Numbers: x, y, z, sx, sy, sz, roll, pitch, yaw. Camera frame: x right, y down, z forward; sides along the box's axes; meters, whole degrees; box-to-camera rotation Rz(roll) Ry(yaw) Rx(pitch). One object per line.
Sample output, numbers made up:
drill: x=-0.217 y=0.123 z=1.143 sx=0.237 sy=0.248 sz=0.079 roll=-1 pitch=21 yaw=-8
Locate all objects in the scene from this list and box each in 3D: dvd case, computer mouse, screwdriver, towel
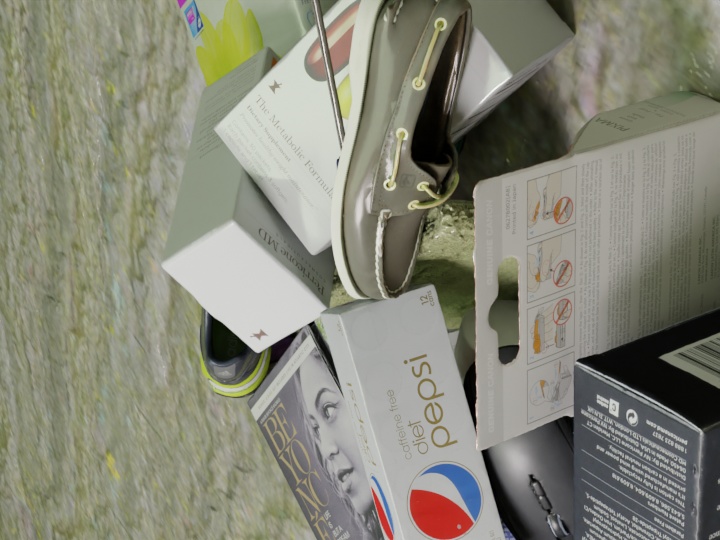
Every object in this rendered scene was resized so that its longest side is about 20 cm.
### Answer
dvd case: x=-0.021 y=0.161 z=1.335 sx=0.201 sy=0.016 sz=0.149 roll=62 pitch=146 yaw=16
computer mouse: x=0.147 y=0.140 z=1.050 sx=0.139 sy=0.046 sz=0.202 roll=-13 pitch=104 yaw=17
screwdriver: x=-0.010 y=-0.087 z=1.014 sx=0.028 sy=0.029 sz=0.202 roll=1 pitch=114 yaw=23
towel: x=0.065 y=-0.003 z=1.114 sx=0.200 sy=0.147 sz=0.037 roll=146 pitch=125 yaw=-58

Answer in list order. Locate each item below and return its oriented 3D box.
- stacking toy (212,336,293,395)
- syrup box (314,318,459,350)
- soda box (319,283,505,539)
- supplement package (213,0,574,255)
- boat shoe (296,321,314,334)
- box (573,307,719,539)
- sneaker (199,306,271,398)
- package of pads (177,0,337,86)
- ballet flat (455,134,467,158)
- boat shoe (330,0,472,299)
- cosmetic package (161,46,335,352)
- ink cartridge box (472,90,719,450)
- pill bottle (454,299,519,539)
stacking toy: x=-0.111 y=0.007 z=1.478 sx=0.085 sy=0.085 sz=0.202 roll=-13 pitch=89 yaw=60
syrup box: x=0.000 y=0.000 z=1.279 sx=0.201 sy=0.081 sz=0.079 roll=58 pitch=145 yaw=30
soda box: x=0.037 y=0.113 z=1.056 sx=0.064 sy=0.067 sz=0.202 roll=176 pitch=78 yaw=-77
supplement package: x=0.021 y=-0.123 z=1.069 sx=0.114 sy=0.109 sz=0.200 roll=50 pitch=125 yaw=2
boat shoe: x=-0.024 y=0.034 z=1.352 sx=0.201 sy=0.064 sz=0.072 roll=60 pitch=147 yaw=22
box: x=0.206 y=0.137 z=0.935 sx=0.104 sy=0.147 sz=0.202 roll=29 pitch=127 yaw=50
sneaker: x=-0.099 y=0.004 z=1.400 sx=0.081 sy=0.073 sz=0.203 roll=87 pitch=-174 yaw=-79
package of pads: x=-0.076 y=-0.211 z=1.317 sx=0.200 sy=0.068 sz=0.156 roll=-30 pitch=78 yaw=60
ballet flat: x=0.044 y=-0.148 z=1.162 sx=0.071 sy=0.068 sz=0.202 roll=-122 pitch=32 yaw=-58
boat shoe: x=0.027 y=-0.071 z=0.977 sx=0.060 sy=0.072 sz=0.204 roll=17 pitch=115 yaw=26
cosmetic package: x=-0.069 y=-0.054 z=1.159 sx=0.071 sy=0.101 sz=0.201 roll=-29 pitch=34 yaw=28
ink cartridge box: x=0.130 y=-0.003 z=0.942 sx=0.050 sy=0.198 sz=0.163 roll=27 pitch=126 yaw=51
pill bottle: x=0.095 y=0.126 z=1.150 sx=0.111 sy=0.110 sz=0.202 roll=43 pitch=136 yaw=41
